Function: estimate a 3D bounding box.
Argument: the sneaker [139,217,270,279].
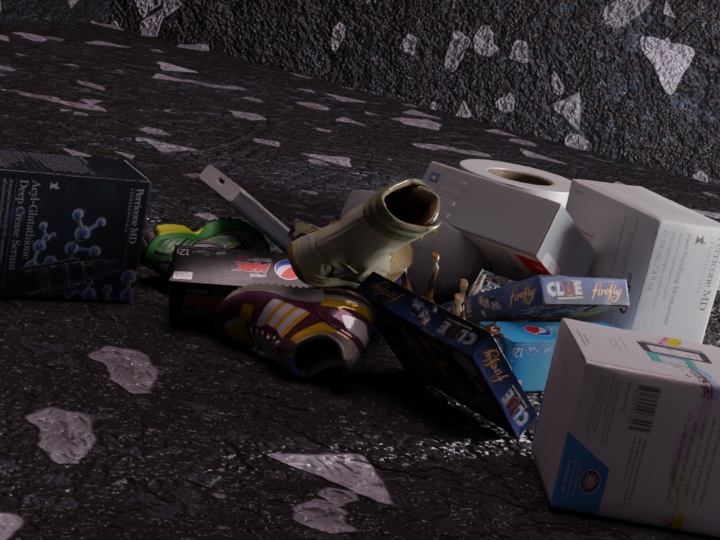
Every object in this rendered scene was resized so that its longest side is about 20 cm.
[{"bbox_3d":[-0.187,-0.012,1.759,0.085,0.078,0.199,39,30,31],"label":"sneaker"}]

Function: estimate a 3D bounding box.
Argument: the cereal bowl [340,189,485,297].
[{"bbox_3d":[0.057,-0.021,1.800,0.199,0.084,0.200,27,-9,5],"label":"cereal bowl"}]

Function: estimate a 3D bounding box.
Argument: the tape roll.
[{"bbox_3d":[0.240,-0.084,2.199,0.201,0.140,0.203,11,14,-3],"label":"tape roll"}]

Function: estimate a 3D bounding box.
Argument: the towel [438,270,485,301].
[{"bbox_3d":[0.107,0.004,1.977,0.131,0.035,0.200,13,15,12],"label":"towel"}]

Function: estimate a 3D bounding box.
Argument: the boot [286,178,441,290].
[{"bbox_3d":[0.033,-0.040,1.528,0.154,0.073,0.199,-32,-18,33],"label":"boot"}]

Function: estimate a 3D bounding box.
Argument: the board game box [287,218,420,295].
[{"bbox_3d":[0.000,0.000,1.736,0.119,0.033,0.200,16,-14,28],"label":"board game box"}]

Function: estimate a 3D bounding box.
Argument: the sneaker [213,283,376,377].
[{"bbox_3d":[-0.084,0.069,1.501,0.199,0.075,0.091,-4,46,29],"label":"sneaker"}]

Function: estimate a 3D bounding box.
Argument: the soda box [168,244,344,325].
[{"bbox_3d":[-0.118,0.023,1.586,0.198,0.071,0.064,4,41,-2],"label":"soda box"}]

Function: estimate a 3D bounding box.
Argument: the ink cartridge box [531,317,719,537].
[{"bbox_3d":[0.283,0.150,1.325,0.198,0.148,0.146,11,14,-4],"label":"ink cartridge box"}]

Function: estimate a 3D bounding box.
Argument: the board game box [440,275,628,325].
[{"bbox_3d":[0.209,0.042,1.691,0.135,0.035,0.200,1,-12,-33],"label":"board game box"}]

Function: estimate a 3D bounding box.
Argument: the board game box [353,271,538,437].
[{"bbox_3d":[0.089,0.087,1.473,0.035,0.136,0.200,-44,38,-15],"label":"board game box"}]

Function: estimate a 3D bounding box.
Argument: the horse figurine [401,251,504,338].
[{"bbox_3d":[0.091,0.056,1.631,0.050,0.133,0.200,-11,34,-27],"label":"horse figurine"}]

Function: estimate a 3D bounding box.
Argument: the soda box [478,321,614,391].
[{"bbox_3d":[0.231,0.101,1.638,0.199,0.065,0.068,2,16,-33],"label":"soda box"}]

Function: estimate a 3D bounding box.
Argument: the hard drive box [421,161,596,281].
[{"bbox_3d":[0.183,-0.050,1.782,0.199,0.077,0.156,20,-12,34],"label":"hard drive box"}]

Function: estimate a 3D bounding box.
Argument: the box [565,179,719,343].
[{"bbox_3d":[0.359,0.003,1.831,0.130,0.201,0.200,4,16,-28],"label":"box"}]

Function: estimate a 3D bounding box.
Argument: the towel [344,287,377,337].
[{"bbox_3d":[-0.066,0.034,1.694,0.198,0.049,0.112,13,12,8],"label":"towel"}]

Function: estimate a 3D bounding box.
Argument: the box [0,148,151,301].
[{"bbox_3d":[-0.360,-0.052,1.598,0.199,0.150,0.107,2,17,-30],"label":"box"}]

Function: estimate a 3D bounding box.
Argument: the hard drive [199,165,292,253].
[{"bbox_3d":[-0.118,-0.056,1.835,0.200,0.026,0.132,41,-2,-31],"label":"hard drive"}]
